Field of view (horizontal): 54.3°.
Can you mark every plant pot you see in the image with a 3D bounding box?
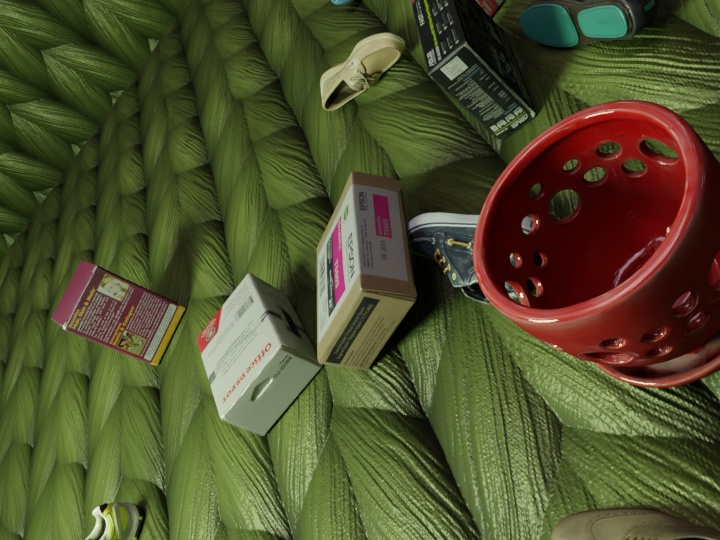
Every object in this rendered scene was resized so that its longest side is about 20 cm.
[{"bbox_3d":[0.225,-0.013,0.594,0.200,0.182,0.201,-30,45,35],"label":"plant pot"}]

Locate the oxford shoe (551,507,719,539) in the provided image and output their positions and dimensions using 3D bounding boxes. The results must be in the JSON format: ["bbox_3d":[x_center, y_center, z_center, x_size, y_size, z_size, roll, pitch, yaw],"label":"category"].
[{"bbox_3d":[0.222,0.211,0.526,0.200,0.075,0.071,-10,58,47],"label":"oxford shoe"}]

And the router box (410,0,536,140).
[{"bbox_3d":[0.144,-0.288,0.923,0.062,0.150,0.200,-35,41,30],"label":"router box"}]

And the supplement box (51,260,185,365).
[{"bbox_3d":[-0.464,0.083,1.354,0.103,0.200,0.131,12,73,53],"label":"supplement box"}]

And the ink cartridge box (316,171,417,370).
[{"bbox_3d":[0.000,0.000,0.905,0.165,0.075,0.200,118,156,-46],"label":"ink cartridge box"}]

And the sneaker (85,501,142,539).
[{"bbox_3d":[-0.417,0.470,1.119,0.075,0.076,0.201,-17,55,41],"label":"sneaker"}]

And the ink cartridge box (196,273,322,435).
[{"bbox_3d":[-0.156,0.122,1.048,0.144,0.084,0.200,-50,35,11],"label":"ink cartridge box"}]

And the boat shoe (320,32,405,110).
[{"bbox_3d":[0.001,-0.338,1.211,0.200,0.072,0.065,-20,59,45],"label":"boat shoe"}]

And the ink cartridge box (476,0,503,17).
[{"bbox_3d":[0.187,-0.484,1.073,0.200,0.083,0.145,-52,36,10],"label":"ink cartridge box"}]

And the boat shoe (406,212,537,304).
[{"bbox_3d":[0.115,-0.014,0.826,0.200,0.071,0.091,0,62,49],"label":"boat shoe"}]

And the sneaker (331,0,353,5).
[{"bbox_3d":[-0.012,-0.620,1.444,0.200,0.073,0.082,-63,19,-15],"label":"sneaker"}]

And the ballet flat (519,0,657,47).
[{"bbox_3d":[0.280,-0.313,0.859,0.073,0.073,0.200,-58,29,1],"label":"ballet flat"}]
